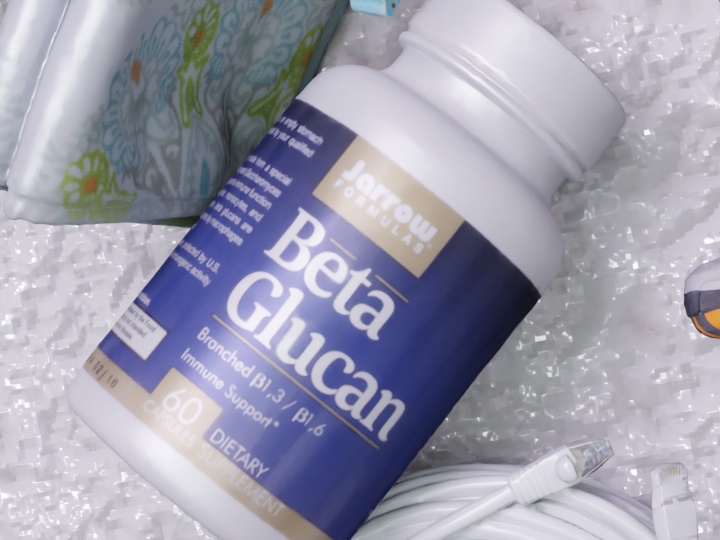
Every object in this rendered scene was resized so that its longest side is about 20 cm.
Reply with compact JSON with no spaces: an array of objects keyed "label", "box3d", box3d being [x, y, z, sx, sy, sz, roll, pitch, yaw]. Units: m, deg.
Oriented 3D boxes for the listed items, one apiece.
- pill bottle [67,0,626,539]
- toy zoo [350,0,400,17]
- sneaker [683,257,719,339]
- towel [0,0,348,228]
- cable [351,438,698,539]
[{"label":"pill bottle","box3d":[0.000,0.000,0.838,0.111,0.111,0.200,38,87,7]},{"label":"toy zoo","box3d":[0.018,-0.186,0.815,0.020,0.131,0.201,13,99,25]},{"label":"sneaker","box3d":[0.211,0.039,0.821,0.199,0.078,0.113,-3,94,13]},{"label":"towel","box3d":[-0.049,-0.108,0.817,0.048,0.171,0.201,25,100,19]},{"label":"cable","box3d":[0.049,0.168,0.874,0.199,0.069,0.201,-16,92,15]}]
